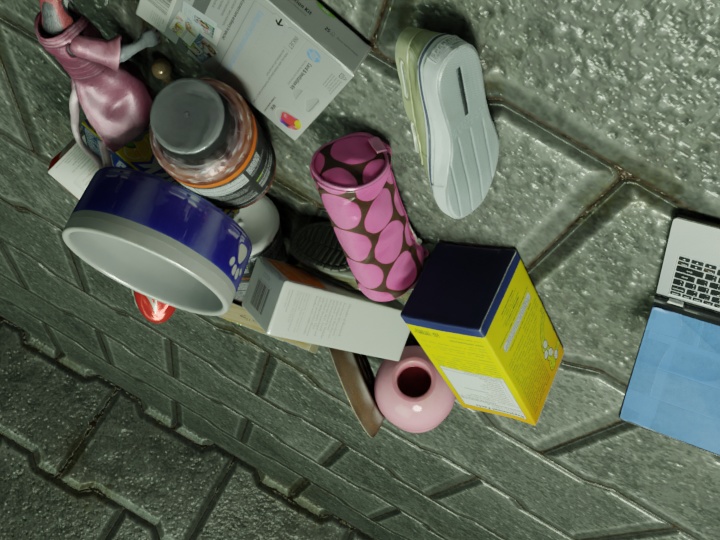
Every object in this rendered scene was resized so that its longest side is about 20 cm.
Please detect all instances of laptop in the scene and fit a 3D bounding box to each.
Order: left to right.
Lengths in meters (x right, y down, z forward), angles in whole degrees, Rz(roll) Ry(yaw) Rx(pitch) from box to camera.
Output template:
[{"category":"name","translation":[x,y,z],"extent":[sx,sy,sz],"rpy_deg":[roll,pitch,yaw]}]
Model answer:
[{"category":"laptop","translation":[0.345,0.075,0.676],"extent":[0.185,0.117,0.201],"rpy_deg":[18,152,23]}]

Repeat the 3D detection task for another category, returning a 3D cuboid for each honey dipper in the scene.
[{"category":"honey dipper","translation":[-0.194,-0.170,0.917],"extent":[0.038,0.038,0.201],"rpy_deg":[13,146,31]}]

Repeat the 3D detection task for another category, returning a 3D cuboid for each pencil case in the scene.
[{"category":"pencil case","translation":[0.015,-0.058,0.833],"extent":[0.201,0.092,0.092],"rpy_deg":[66,-179,-52]}]

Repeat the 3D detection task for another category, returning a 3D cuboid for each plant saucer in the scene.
[{"category":"plant saucer","translation":[-0.005,0.157,1.180],"extent":[0.032,0.202,0.201],"rpy_deg":[-23,139,3]}]

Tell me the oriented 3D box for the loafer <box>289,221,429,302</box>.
[{"category":"loafer","translation":[0.000,0.000,0.961],"extent":[0.197,0.076,0.070],"rpy_deg":[20,149,21]}]

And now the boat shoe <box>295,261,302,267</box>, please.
[{"category":"boat shoe","translation":[-0.077,0.043,1.124],"extent":[0.064,0.074,0.201],"rpy_deg":[32,155,6]}]

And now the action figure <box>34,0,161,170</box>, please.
[{"category":"action figure","translation":[-0.290,-0.223,0.784],"extent":[0.133,0.149,0.200],"rpy_deg":[38,172,21]}]

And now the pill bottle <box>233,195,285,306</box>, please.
[{"category":"pill bottle","translation":[-0.157,-0.018,1.062],"extent":[0.105,0.107,0.201],"rpy_deg":[25,154,11]}]

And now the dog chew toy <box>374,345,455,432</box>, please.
[{"category":"dog chew toy","translation":[0.085,0.193,1.176],"extent":[0.123,0.126,0.201],"rpy_deg":[23,161,14]}]

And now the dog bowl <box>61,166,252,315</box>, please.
[{"category":"dog bowl","translation":[-0.225,-0.029,0.858],"extent":[0.197,0.080,0.201],"rpy_deg":[19,159,7]}]

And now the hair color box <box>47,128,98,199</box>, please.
[{"category":"hair color box","translation":[-0.308,-0.111,1.040],"extent":[0.200,0.111,0.064],"rpy_deg":[46,-175,-27]}]

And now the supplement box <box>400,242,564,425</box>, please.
[{"category":"supplement box","translation":[0.149,0.075,0.896],"extent":[0.108,0.110,0.201],"rpy_deg":[8,146,39]}]

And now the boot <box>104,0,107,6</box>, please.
[{"category":"boot","translation":[-0.247,-0.332,0.631],"extent":[0.200,0.073,0.162],"rpy_deg":[59,161,-19]}]

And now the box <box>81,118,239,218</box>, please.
[{"category":"box","translation":[-0.240,-0.124,0.931],"extent":[0.199,0.070,0.064],"rpy_deg":[41,159,2]}]

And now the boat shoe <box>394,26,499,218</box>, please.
[{"category":"boat shoe","translation":[0.077,-0.129,0.673],"extent":[0.062,0.072,0.201],"rpy_deg":[43,161,35]}]

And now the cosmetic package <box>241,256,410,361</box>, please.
[{"category":"cosmetic package","translation":[-0.040,0.050,0.978],"extent":[0.198,0.072,0.101],"rpy_deg":[16,-170,-33]}]

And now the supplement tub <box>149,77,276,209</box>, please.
[{"category":"supplement tub","translation":[-0.151,-0.131,0.784],"extent":[0.106,0.108,0.200],"rpy_deg":[27,176,5]}]

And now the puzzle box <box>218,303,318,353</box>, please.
[{"category":"puzzle box","translation":[-0.157,0.075,1.123],"extent":[0.197,0.026,0.133],"rpy_deg":[20,173,4]}]

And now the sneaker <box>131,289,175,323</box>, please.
[{"category":"sneaker","translation":[-0.259,-0.014,1.016],"extent":[0.076,0.203,0.085],"rpy_deg":[11,-159,-21]}]

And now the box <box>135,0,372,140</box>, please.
[{"category":"box","translation":[-0.105,-0.224,0.709],"extent":[0.199,0.041,0.156],"rpy_deg":[38,155,-12]}]
